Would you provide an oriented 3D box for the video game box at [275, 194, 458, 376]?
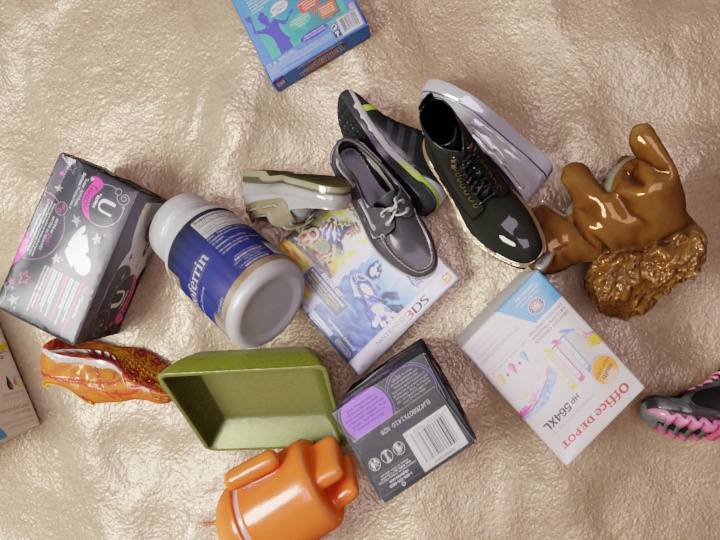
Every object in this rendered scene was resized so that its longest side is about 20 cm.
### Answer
[{"bbox_3d":[0.000,0.000,0.796,0.182,0.047,0.201,-43,85,1],"label":"video game box"}]

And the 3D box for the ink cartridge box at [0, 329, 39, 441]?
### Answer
[{"bbox_3d":[-0.556,0.153,0.792,0.143,0.147,0.205,-26,87,4],"label":"ink cartridge box"}]

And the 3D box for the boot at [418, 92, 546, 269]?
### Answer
[{"bbox_3d":[0.128,-0.093,0.673,0.077,0.138,0.201,-42,76,5],"label":"boot"}]

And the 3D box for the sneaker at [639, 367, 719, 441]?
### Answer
[{"bbox_3d":[0.441,0.157,0.746,0.193,0.079,0.098,2,67,5],"label":"sneaker"}]

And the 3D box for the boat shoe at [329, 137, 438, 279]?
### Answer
[{"bbox_3d":[0.027,-0.076,0.742,0.072,0.063,0.202,-34,85,0],"label":"boat shoe"}]

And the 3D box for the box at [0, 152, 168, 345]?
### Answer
[{"bbox_3d":[-0.346,-0.024,0.785,0.112,0.132,0.205,25,91,2],"label":"box"}]

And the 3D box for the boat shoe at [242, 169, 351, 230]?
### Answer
[{"bbox_3d":[-0.080,-0.085,0.756,0.073,0.197,0.071,-5,104,-39],"label":"boat shoe"}]

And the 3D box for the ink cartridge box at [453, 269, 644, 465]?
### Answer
[{"bbox_3d":[0.226,0.118,0.730,0.128,0.125,0.200,-44,85,2],"label":"ink cartridge box"}]

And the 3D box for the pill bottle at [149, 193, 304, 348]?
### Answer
[{"bbox_3d":[-0.169,-0.007,0.751,0.198,0.115,0.117,36,92,30],"label":"pill bottle"}]

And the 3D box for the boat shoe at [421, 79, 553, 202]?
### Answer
[{"bbox_3d":[0.150,-0.163,0.772,0.198,0.074,0.066,37,88,6],"label":"boat shoe"}]

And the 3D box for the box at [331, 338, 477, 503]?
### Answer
[{"bbox_3d":[0.051,0.162,0.707,0.120,0.200,0.108,-32,86,4],"label":"box"}]

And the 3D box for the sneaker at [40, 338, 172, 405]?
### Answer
[{"bbox_3d":[-0.334,0.146,0.821,0.194,0.073,0.079,14,112,9],"label":"sneaker"}]

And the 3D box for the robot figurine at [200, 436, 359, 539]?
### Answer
[{"bbox_3d":[-0.096,0.294,0.761,0.197,0.144,0.118,-32,65,4],"label":"robot figurine"}]

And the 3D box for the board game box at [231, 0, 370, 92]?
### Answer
[{"bbox_3d":[-0.095,-0.371,0.815,0.149,0.045,0.204,-27,86,4],"label":"board game box"}]

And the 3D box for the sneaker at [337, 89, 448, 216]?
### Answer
[{"bbox_3d":[0.049,-0.160,0.796,0.082,0.072,0.201,-37,86,-21],"label":"sneaker"}]

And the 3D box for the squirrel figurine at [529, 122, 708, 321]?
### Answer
[{"bbox_3d":[0.292,-0.034,0.727,0.184,0.141,0.204,-31,83,10],"label":"squirrel figurine"}]

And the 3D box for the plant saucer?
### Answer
[{"bbox_3d":[-0.122,0.156,0.754,0.193,0.203,0.049,-4,49,5],"label":"plant saucer"}]
